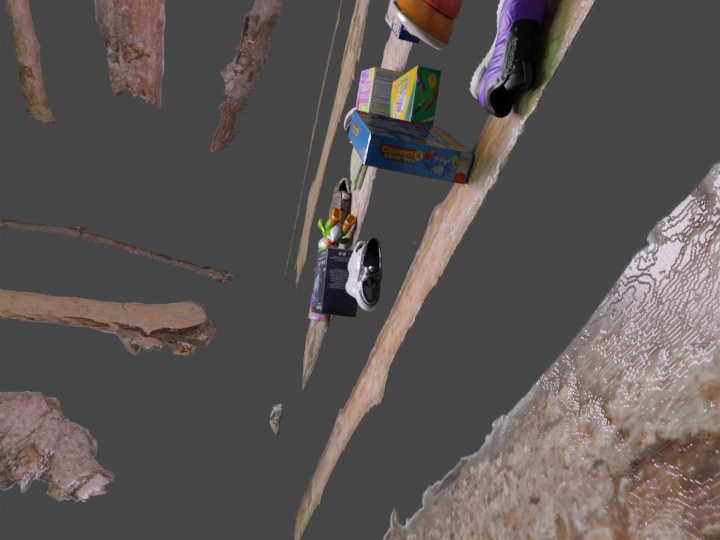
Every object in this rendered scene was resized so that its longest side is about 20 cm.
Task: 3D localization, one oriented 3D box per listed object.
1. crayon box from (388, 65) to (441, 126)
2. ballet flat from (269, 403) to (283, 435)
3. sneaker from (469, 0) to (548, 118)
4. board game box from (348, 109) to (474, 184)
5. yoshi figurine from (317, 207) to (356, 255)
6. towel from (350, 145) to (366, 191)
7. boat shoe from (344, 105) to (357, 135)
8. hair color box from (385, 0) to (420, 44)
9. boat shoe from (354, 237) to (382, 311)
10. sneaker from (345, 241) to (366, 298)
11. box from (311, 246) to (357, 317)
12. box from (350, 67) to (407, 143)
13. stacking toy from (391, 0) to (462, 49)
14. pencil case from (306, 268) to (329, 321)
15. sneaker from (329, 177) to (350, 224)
[{"bbox_3d":[0.117,-0.382,1.300,0.200,0.057,0.122,-149,66,-76],"label":"crayon box"},{"bbox_3d":[-0.473,0.828,3.170,0.076,0.062,0.204,-115,34,-64],"label":"ballet flat"},{"bbox_3d":[0.226,-0.308,0.809,0.202,0.068,0.101,105,158,-46],"label":"sneaker"},{"bbox_3d":[0.087,-0.234,1.063,0.201,0.191,0.057,-110,31,-61],"label":"board game box"},{"bbox_3d":[-0.090,-0.123,1.921,0.113,0.110,0.201,56,135,25],"label":"yoshi figurine"},{"bbox_3d":[-0.001,-0.373,1.844,0.202,0.036,0.151,111,160,-47],"label":"towel"},{"bbox_3d":[0.011,-0.459,1.719,0.199,0.071,0.066,-31,56,50],"label":"boat shoe"},{"bbox_3d":[0.116,-0.658,1.446,0.202,0.059,0.102,-101,23,-54],"label":"hair color box"},{"bbox_3d":[0.029,0.004,1.479,0.067,0.068,0.203,115,165,-56],"label":"boat shoe"},{"bbox_3d":[0.000,0.000,1.566,0.202,0.073,0.101,-100,20,-50],"label":"sneaker"},{"bbox_3d":[-0.078,0.039,1.793,0.196,0.115,0.205,167,108,-76],"label":"box"},{"bbox_3d":[0.046,-0.435,1.548,0.176,0.095,0.204,-125,44,-71],"label":"box"},{"bbox_3d":[0.167,-0.559,1.120,0.201,0.144,0.148,-52,29,30],"label":"stacking toy"},{"bbox_3d":[-0.146,0.093,2.128,0.088,0.086,0.205,-151,70,-75],"label":"pencil case"},{"bbox_3d":[-0.069,-0.237,1.991,0.076,0.069,0.203,117,156,-52],"label":"sneaker"}]
